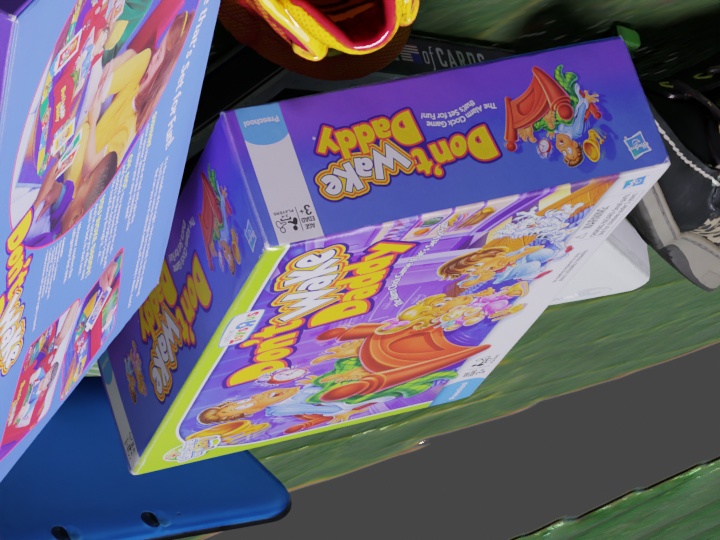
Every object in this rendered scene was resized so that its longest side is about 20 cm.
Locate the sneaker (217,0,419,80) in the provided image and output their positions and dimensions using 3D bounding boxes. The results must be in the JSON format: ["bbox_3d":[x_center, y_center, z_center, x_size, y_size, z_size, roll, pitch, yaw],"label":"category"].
[{"bbox_3d":[-0.015,-0.089,0.792,0.073,0.078,0.200,-24,165,3],"label":"sneaker"}]

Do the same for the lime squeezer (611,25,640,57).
[{"bbox_3d":[0.074,-0.038,1.119,0.070,0.038,0.200,-5,157,-43],"label":"lime squeezer"}]

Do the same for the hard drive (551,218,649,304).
[{"bbox_3d":[0.031,-0.012,1.035,0.131,0.026,0.200,-10,167,16],"label":"hard drive"}]

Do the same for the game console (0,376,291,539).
[{"bbox_3d":[-0.162,0.095,1.093,0.199,0.119,0.171,-4,155,-43],"label":"game console"}]

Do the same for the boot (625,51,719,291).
[{"bbox_3d":[0.158,-0.076,1.029,0.154,0.074,0.203,-41,157,6],"label":"boot"}]

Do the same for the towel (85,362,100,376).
[{"bbox_3d":[-0.061,0.029,1.043,0.199,0.024,0.152,2,166,-42],"label":"towel"}]

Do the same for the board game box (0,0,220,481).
[{"bbox_3d":[-0.088,-0.035,0.693,0.135,0.045,0.201,-55,167,-45],"label":"board game box"}]

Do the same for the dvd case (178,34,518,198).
[{"bbox_3d":[-0.050,-0.033,1.006,0.199,0.025,0.150,-32,160,33],"label":"dvd case"}]

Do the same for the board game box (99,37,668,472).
[{"bbox_3d":[0.000,0.000,0.858,0.134,0.045,0.200,-12,161,-21],"label":"board game box"}]
